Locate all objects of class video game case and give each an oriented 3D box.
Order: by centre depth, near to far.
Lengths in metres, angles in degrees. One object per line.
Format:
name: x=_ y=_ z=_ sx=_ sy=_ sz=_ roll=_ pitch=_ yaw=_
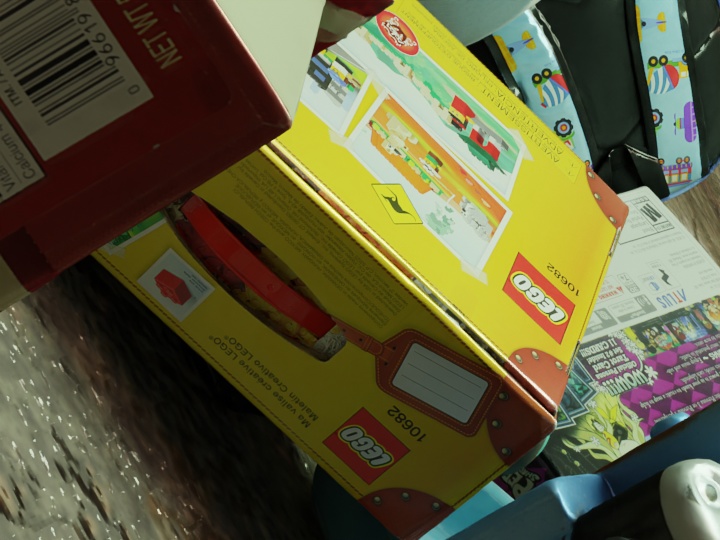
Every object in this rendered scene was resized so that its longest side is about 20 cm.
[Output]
video game case: x=0.119 y=0.053 z=1.056 sx=0.199 sy=0.036 sz=0.182 roll=-17 pitch=62 yaw=-48

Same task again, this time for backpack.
backpack: x=0.125 y=-0.134 z=1.374 sx=0.135 sy=0.181 sz=0.201 roll=-127 pitch=-161 yaw=-79

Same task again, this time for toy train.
toy train: x=0.049 y=0.107 z=0.670 sx=0.114 sy=0.199 sz=0.087 roll=0 pitch=61 yaw=-60

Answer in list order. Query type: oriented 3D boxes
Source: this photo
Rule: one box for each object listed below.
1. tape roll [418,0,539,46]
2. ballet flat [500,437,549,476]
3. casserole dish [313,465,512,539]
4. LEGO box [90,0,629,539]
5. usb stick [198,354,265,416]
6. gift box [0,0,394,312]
tape roll: x=0.024 y=-0.207 z=1.145 sx=0.037 sy=0.202 sz=0.204 roll=-37 pitch=98 yaw=-45
ballet flat: x=0.000 y=0.000 z=0.944 sx=0.068 sy=0.068 sz=0.200 roll=12 pitch=38 yaw=-57
casserole dish: x=0.041 y=0.124 z=0.865 sx=0.200 sy=0.039 sz=0.122 roll=43 pitch=21 yaw=-51
LEGO box: x=-0.014 y=-0.033 z=0.789 sx=0.200 sy=0.077 sz=0.149 roll=43 pitch=31 yaw=-8
usb stick: x=-0.066 y=-0.039 z=0.854 sx=0.055 sy=0.032 sz=0.201 roll=24 pitch=39 yaw=-64
gift box: x=-0.096 y=-0.089 z=0.554 sx=0.185 sy=0.199 sz=0.187 roll=60 pitch=13 yaw=-19
